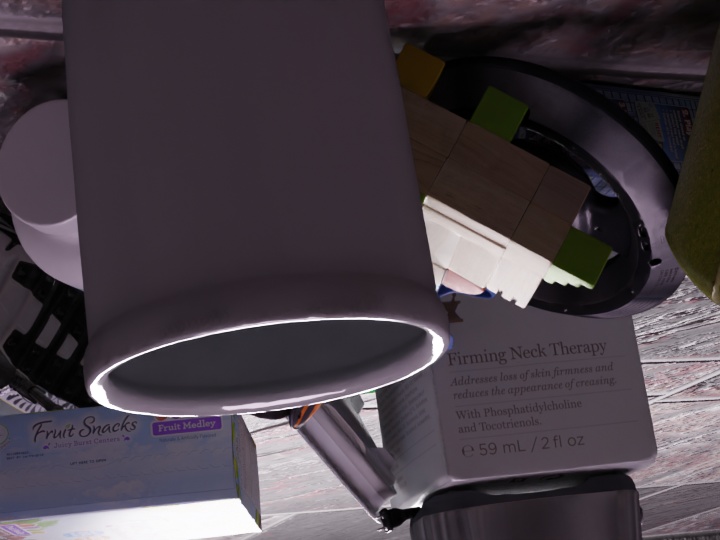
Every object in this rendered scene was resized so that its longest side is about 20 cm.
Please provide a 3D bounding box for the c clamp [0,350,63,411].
[{"bbox_3d":[-0.279,0.024,1.003,0.199,0.027,0.171,35,168,-18],"label":"c clamp"}]

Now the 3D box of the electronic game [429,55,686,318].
[{"bbox_3d":[0.104,-0.045,0.958,0.199,0.042,0.201,24,146,18],"label":"electronic game"}]

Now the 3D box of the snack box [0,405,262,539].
[{"bbox_3d":[-0.149,0.128,0.988,0.167,0.068,0.200,-5,167,-2],"label":"snack box"}]

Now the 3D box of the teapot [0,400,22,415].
[{"bbox_3d":[-0.358,0.191,1.501,0.196,0.147,0.199,-20,161,35],"label":"teapot"}]

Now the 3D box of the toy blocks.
[{"bbox_3d":[0.040,-0.036,0.918,0.199,0.100,0.137,28,159,5],"label":"toy blocks"}]

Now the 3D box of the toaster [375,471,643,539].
[{"bbox_3d":[0.117,0.225,1.179,0.198,0.130,0.114,-5,163,-10],"label":"toaster"}]

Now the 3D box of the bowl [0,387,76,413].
[{"bbox_3d":[-0.202,0.042,1.119,0.200,0.095,0.201,25,159,10],"label":"bowl"}]

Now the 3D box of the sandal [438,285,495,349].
[{"bbox_3d":[0.000,0.000,1.092,0.198,0.088,0.080,14,167,7],"label":"sandal"}]

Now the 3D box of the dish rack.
[{"bbox_3d":[-0.036,0.095,1.263,0.043,0.172,0.200,-37,-159,1],"label":"dish rack"}]

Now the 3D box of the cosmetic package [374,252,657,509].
[{"bbox_3d":[0.106,0.071,1.241,0.166,0.202,0.166,-4,164,-14],"label":"cosmetic package"}]

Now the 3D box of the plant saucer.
[{"bbox_3d":[0.232,-0.068,0.917,0.048,0.201,0.200,14,176,30],"label":"plant saucer"}]

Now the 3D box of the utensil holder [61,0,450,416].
[{"bbox_3d":[-0.054,-0.049,0.763,0.168,0.202,0.170,-7,164,-2],"label":"utensil holder"}]

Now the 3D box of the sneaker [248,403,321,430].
[{"bbox_3d":[-0.040,0.032,0.943,0.077,0.113,0.200,25,170,23],"label":"sneaker"}]

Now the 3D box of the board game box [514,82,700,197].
[{"bbox_3d":[0.183,-0.061,1.087,0.198,0.062,0.200,-2,162,-18],"label":"board game box"}]

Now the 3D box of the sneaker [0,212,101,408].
[{"bbox_3d":[-0.204,0.010,0.987,0.067,0.199,0.090,-55,173,11],"label":"sneaker"}]

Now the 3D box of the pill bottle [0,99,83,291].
[{"bbox_3d":[-0.127,-0.034,0.932,0.110,0.112,0.200,-13,163,16],"label":"pill bottle"}]

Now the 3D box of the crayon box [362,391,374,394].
[{"bbox_3d":[0.080,0.065,1.471,0.198,0.051,0.127,-9,163,-2],"label":"crayon box"}]
